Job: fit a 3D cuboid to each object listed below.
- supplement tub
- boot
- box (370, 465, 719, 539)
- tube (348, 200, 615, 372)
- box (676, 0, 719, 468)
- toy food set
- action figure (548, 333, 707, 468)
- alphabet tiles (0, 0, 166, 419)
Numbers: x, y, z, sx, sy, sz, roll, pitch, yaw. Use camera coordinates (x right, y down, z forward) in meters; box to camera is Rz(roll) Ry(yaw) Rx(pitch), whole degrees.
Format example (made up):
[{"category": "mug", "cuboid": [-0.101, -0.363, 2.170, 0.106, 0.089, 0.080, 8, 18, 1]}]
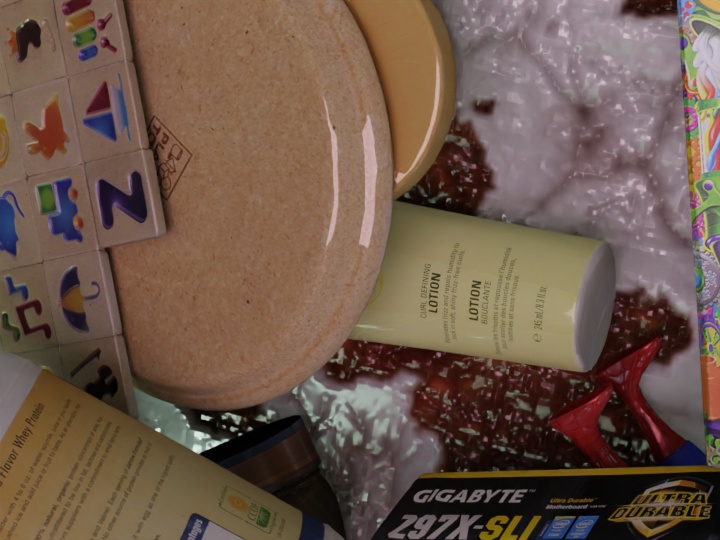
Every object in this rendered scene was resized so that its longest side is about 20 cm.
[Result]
[{"category": "supplement tub", "cuboid": [-0.116, 0.119, 0.766, 0.199, 0.145, 0.145, 30, 112, -5]}, {"category": "boot", "cuboid": [-0.091, 0.144, 0.877, 0.199, 0.075, 0.097, -26, 93, 20]}, {"category": "box", "cuboid": [0.113, 0.165, 0.779, 0.159, 0.049, 0.201, -6, 121, 43]}, {"category": "tube", "cuboid": [0.000, 0.000, 0.823, 0.199, 0.058, 0.052, 11, 152, 23]}, {"category": "box", "cuboid": [0.217, -0.043, 0.704, 0.198, 0.122, 0.194, -3, 103, 18]}, {"category": "toy food set", "cuboid": [-0.062, -0.047, 0.802, 0.197, 0.049, 0.201, 30, 114, 30]}, {"category": "action figure", "cuboid": [0.156, 0.120, 0.799, 0.052, 0.065, 0.201, -34, 93, 41]}, {"category": "alphabet tiles", "cuboid": [-0.142, -0.034, 0.829, 0.166, 0.008, 0.202, -10, 91, 40]}]
